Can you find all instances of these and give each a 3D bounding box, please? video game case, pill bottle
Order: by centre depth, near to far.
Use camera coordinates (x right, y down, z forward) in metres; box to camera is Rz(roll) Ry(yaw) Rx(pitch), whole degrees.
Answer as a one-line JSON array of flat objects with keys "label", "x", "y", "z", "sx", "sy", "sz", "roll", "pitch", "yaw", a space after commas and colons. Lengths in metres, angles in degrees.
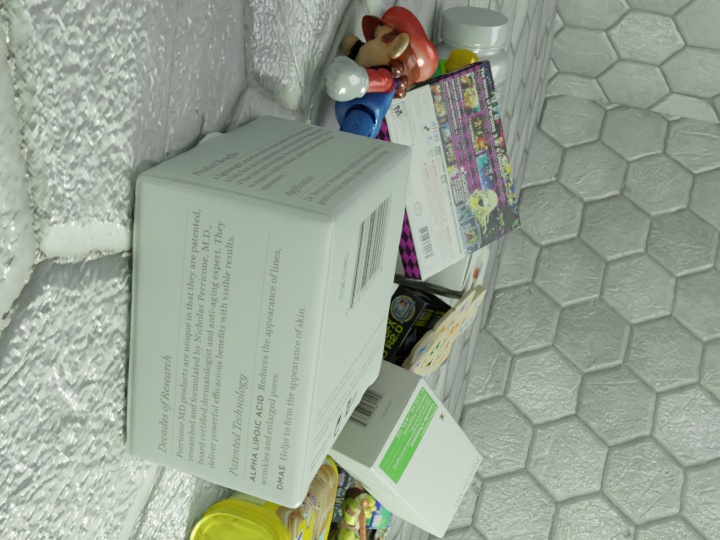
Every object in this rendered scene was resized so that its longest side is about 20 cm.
[{"label": "video game case", "x": 0.099, "y": -0.116, "z": 1.000, "sx": 0.179, "sy": 0.035, "sz": 0.204, "roll": -27, "pitch": 110, "yaw": -36}, {"label": "pill bottle", "x": 0.153, "y": -0.267, "z": 1.280, "sx": 0.114, "sy": 0.111, "sz": 0.204, "roll": -56, "pitch": 155, "yaw": -56}]

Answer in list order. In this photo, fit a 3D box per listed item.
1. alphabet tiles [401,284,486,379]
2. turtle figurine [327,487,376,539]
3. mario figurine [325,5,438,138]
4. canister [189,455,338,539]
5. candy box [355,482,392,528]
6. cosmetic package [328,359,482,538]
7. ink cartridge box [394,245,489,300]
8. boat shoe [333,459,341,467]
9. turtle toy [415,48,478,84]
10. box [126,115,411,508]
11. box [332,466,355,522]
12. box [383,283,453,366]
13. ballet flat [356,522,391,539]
[{"label": "alphabet tiles", "x": 0.088, "y": 0.103, "z": 1.126, "sx": 0.200, "sy": 0.015, "sz": 0.197, "roll": -43, "pitch": 162, "yaw": -26}, {"label": "turtle figurine", "x": -0.027, "y": 0.318, "z": 0.973, "sx": 0.161, "sy": 0.063, "sz": 0.205, "roll": -57, "pitch": 160, "yaw": -78}, {"label": "mario figurine", "x": -0.007, "y": -0.170, "z": 0.840, "sx": 0.106, "sy": 0.122, "sz": 0.203, "roll": 39, "pitch": 65, "yaw": -29}, {"label": "canister", "x": -0.088, "y": 0.259, "z": 0.827, "sx": 0.200, "sy": 0.085, "sz": 0.152, "roll": -29, "pitch": 131, "yaw": -74}, {"label": "candy box", "x": 0.024, "y": 0.275, "z": 1.323, "sx": 0.169, "sy": 0.075, "sz": 0.204, "roll": 54, "pitch": 49, "yaw": -72}, {"label": "cosmetic package", "x": 0.045, "y": 0.188, "z": 0.936, "sx": 0.109, "sy": 0.084, "sz": 0.200, "roll": -59, "pitch": 140, "yaw": -18}, {"label": "ink cartridge box", "x": 0.088, "y": -0.019, "z": 1.173, "sx": 0.200, "sy": 0.142, "sz": 0.085, "roll": 31, "pitch": 75, "yaw": -76}, {"label": "boat shoe", "x": 0.005, "y": 0.198, "z": 1.018, "sx": 0.202, "sy": 0.059, "sz": 0.074, "roll": 48, "pitch": 57, "yaw": -70}, {"label": "turtle toy", "x": 0.096, "y": -0.201, "z": 1.126, "sx": 0.200, "sy": 0.099, "sz": 0.149, "roll": -11, "pitch": 114, "yaw": -76}, {"label": "box", "x": -0.058, "y": 0.015, "z": 0.626, "sx": 0.199, "sy": 0.128, "sz": 0.204, "roll": -48, "pitch": 149, "yaw": -64}, {"label": "box", "x": -0.042, "y": 0.254, "z": 1.098, "sx": 0.200, "sy": 0.043, "sz": 0.164, "roll": 53, "pitch": 51, "yaw": -73}, {"label": "box", "x": 0.050, "y": 0.103, "z": 1.157, "sx": 0.162, "sy": 0.044, "sz": 0.200, "roll": -59, "pitch": 162, "yaw": 5}, {"label": "ballet flat", "x": -0.003, "y": 0.451, "z": 1.431, "sx": 0.065, "sy": 0.074, "sz": 0.201, "roll": 64, "pitch": 23, "yaw": -17}]
